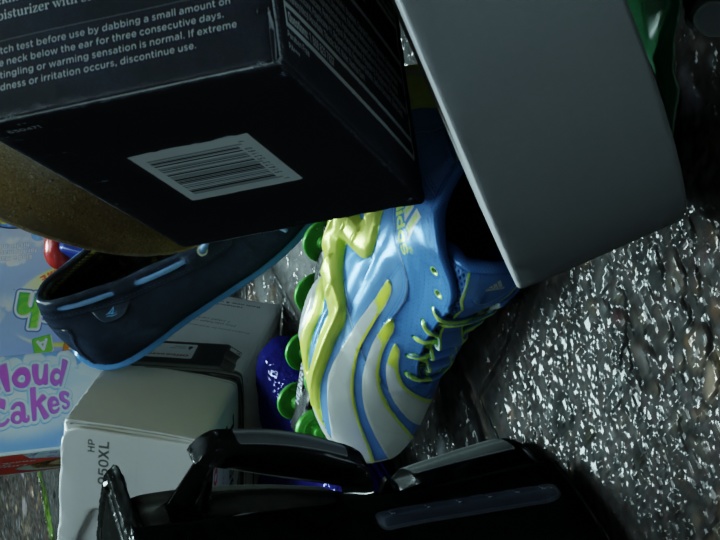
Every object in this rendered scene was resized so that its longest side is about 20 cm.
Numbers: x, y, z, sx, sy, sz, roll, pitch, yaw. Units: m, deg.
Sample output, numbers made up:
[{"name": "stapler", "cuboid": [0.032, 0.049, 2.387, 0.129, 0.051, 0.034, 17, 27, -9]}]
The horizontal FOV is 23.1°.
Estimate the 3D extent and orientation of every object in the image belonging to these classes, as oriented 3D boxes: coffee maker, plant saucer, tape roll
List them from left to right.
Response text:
[{"name": "plant saucer", "cuboid": [-0.143, -0.083, 0.818, 0.036, 0.199, 0.201, -58, 38, 25]}, {"name": "coffee maker", "cuboid": [0.003, 0.162, 0.725, 0.135, 0.198, 0.194, 110, 150, -50]}, {"name": "tape roll", "cuboid": [0.045, -0.098, 0.619, 0.200, 0.066, 0.202, -23, -90, -86]}]

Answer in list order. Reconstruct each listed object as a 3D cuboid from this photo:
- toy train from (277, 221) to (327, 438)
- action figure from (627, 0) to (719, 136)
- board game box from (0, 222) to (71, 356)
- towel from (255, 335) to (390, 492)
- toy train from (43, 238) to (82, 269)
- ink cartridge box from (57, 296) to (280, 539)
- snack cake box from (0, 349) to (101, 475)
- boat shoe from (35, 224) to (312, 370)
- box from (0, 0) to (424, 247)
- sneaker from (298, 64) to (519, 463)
[{"name": "toy train", "cuboid": [0.000, 0.000, 0.877, 0.042, 0.056, 0.202, -133, 48, -56]}, {"name": "action figure", "cuboid": [0.095, -0.153, 0.622, 0.201, 0.054, 0.119, -110, 24, -49]}, {"name": "board game box", "cuboid": [-0.198, -0.036, 1.247, 0.037, 0.150, 0.202, -135, 44, -55]}, {"name": "towel", "cuboid": [-0.007, 0.149, 0.959, 0.201, 0.049, 0.149, -121, 26, -46]}, {"name": "toy train", "cuboid": [-0.132, -0.029, 1.192, 0.200, 0.084, 0.117, 51, -125, -70]}, {"name": "ink cartridge box", "cuboid": [-0.108, 0.116, 1.028, 0.200, 0.083, 0.146, -65, -20, -67]}, {"name": "snack cake box", "cuboid": [-0.196, 0.096, 1.206, 0.115, 0.198, 0.068, 149, 114, -65]}, {"name": "boat shoe", "cuboid": [-0.089, -0.023, 0.946, 0.200, 0.069, 0.084, -44, 42, 3]}, {"name": "box", "cuboid": [-0.064, -0.133, 0.699, 0.200, 0.122, 0.201, 37, -135, -70]}, {"name": "sneaker", "cuboid": [0.025, 0.013, 0.805, 0.105, 0.075, 0.202, -135, 46, -57]}]
